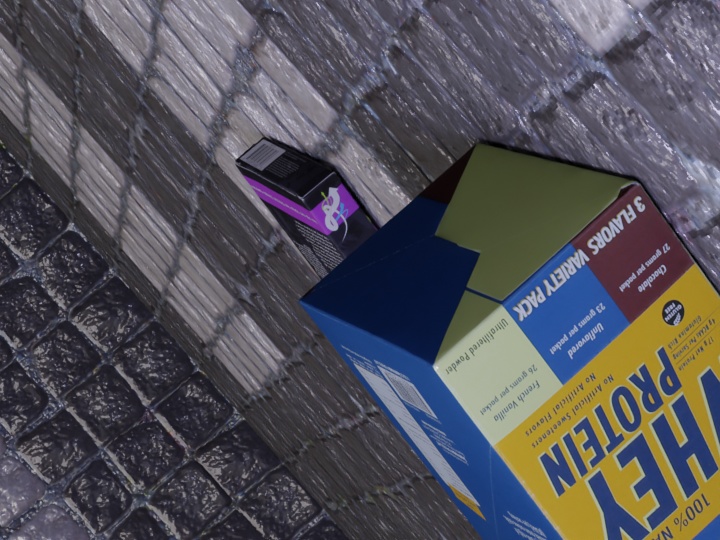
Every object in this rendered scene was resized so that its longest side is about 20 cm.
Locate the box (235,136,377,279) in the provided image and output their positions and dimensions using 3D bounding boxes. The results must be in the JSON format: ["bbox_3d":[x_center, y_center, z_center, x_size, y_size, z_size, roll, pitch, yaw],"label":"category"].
[{"bbox_3d":[0.000,0.000,1.807,0.200,0.036,0.143,55,170,-24],"label":"box"}]

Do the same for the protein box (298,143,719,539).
[{"bbox_3d":[0.104,0.062,1.287,0.200,0.135,0.198,52,169,-19],"label":"protein box"}]
